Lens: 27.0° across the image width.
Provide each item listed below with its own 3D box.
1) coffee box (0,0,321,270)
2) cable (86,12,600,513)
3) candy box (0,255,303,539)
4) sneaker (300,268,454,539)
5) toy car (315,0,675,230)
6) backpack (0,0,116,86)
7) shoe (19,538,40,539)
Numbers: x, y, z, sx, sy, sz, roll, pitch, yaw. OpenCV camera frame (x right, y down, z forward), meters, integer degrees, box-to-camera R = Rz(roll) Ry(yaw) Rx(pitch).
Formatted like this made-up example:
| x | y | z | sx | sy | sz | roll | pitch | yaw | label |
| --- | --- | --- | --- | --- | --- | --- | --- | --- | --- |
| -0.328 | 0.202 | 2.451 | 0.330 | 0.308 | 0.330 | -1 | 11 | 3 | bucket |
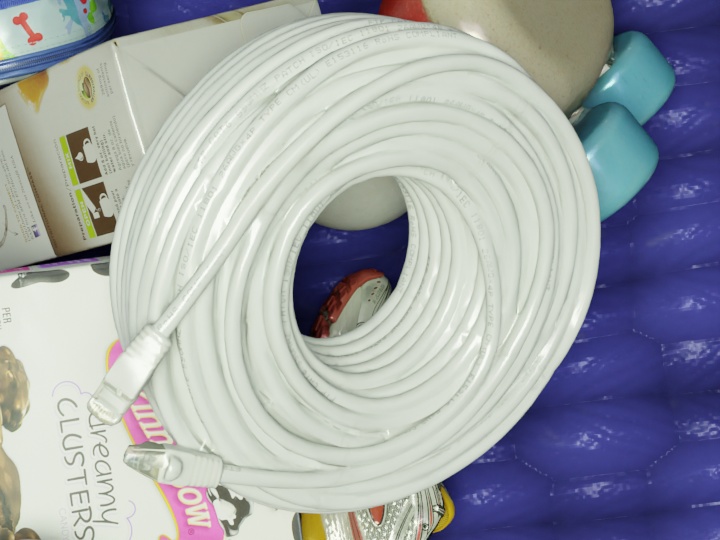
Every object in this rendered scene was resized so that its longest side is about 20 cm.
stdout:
| x | y | z | sx | sy | sz | roll | pitch | yaw | label |
| --- | --- | --- | --- | --- | --- | --- | --- | --- | --- |
| -0.111 | -0.056 | 0.690 | 0.114 | 0.199 | 0.080 | -22 | 97 | -41 | coffee box |
| 0.000 | 0.000 | 0.594 | 0.199 | 0.069 | 0.201 | 25 | 94 | -36 | cable |
| -0.131 | 0.082 | 0.638 | 0.199 | 0.071 | 0.169 | -9 | 93 | -20 | candy box |
| 0.007 | 0.098 | 0.770 | 0.081 | 0.078 | 0.202 | 0 | 101 | -2 | sneaker |
| 0.019 | -0.090 | 0.740 | 0.200 | 0.177 | 0.185 | -34 | 105 | 30 | toy car |
| -0.185 | -0.167 | 0.717 | 0.198 | 0.183 | 0.148 | -16 | 114 | -1 | backpack |
| -0.093 | 0.201 | 0.579 | 0.071 | 0.091 | 0.201 | -28 | 121 | -10 | shoe |
